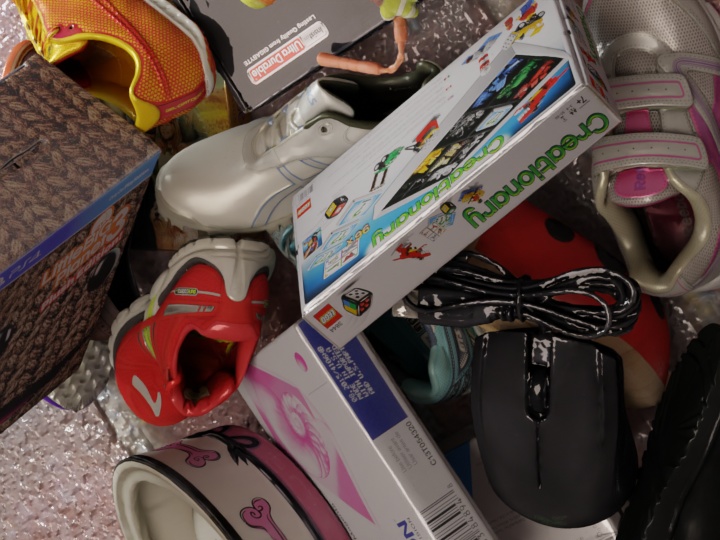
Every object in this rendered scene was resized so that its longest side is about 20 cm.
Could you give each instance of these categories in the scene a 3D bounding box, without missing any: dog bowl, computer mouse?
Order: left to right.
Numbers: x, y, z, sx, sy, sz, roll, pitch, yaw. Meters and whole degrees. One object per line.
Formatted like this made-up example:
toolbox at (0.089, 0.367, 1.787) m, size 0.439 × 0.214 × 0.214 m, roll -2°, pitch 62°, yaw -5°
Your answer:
dog bowl at (-0.069, 0.185, 1.497) m, size 0.200 × 0.074 × 0.201 m, roll 43°, pitch 152°, yaw 29°
computer mouse at (0.097, 0.080, 1.312) m, size 0.137 × 0.053 × 0.201 m, roll 3°, pitch 135°, yaw 22°

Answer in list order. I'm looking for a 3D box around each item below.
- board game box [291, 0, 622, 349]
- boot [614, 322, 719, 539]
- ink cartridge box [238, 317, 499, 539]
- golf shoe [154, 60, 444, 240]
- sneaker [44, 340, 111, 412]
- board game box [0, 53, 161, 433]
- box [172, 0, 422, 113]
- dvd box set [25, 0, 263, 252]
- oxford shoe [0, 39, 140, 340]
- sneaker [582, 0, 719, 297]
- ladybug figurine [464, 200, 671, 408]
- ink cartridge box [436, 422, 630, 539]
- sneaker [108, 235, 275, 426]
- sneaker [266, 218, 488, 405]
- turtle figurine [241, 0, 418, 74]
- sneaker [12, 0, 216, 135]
board game box at (0.047, -0.059, 1.291) m, size 0.200 × 0.127 × 0.035 m, roll -39°, pitch 117°, yaw 18°
boot at (0.238, 0.137, 1.349) m, size 0.161 × 0.073 × 0.200 m, roll 15°, pitch 109°, yaw -8°
ink cartridge box at (-0.002, 0.127, 1.439) m, size 0.197 × 0.043 × 0.200 m, roll 56°, pitch 156°, yaw 3°
golf shoe at (-0.031, -0.081, 1.390) m, size 0.198 × 0.079 × 0.097 m, roll -13°, pitch 143°, yaw 6°
sneaker at (-0.243, 0.007, 1.571) m, size 0.201 × 0.070 × 0.099 m, roll 54°, pitch 154°, yaw -19°
board game box at (-0.221, 0.005, 1.380) m, size 0.097 × 0.159 × 0.201 m, roll 37°, pitch 135°, yaw 11°
box at (-0.036, -0.227, 1.376) m, size 0.199 × 0.050 × 0.199 m, roll -31°, pitch 91°, yaw 20°
dvd box set at (-0.139, -0.111, 1.495) m, size 0.145 × 0.029 × 0.202 m, roll 4°, pitch 110°, yaw 25°
oxford shoe at (-0.175, -0.049, 1.482) m, size 0.072 × 0.071 × 0.201 m, roll 2°, pitch 120°, yaw 22°
sneaker at (0.167, -0.074, 1.325) m, size 0.081 × 0.088 × 0.201 m, roll -12°, pitch 102°, yaw 29°
ladybug figurine at (0.102, 0.009, 1.369) m, size 0.199 × 0.136 × 0.072 m, roll 32°, pitch 87°, yaw -13°
ink cartridge box at (0.128, 0.178, 1.446) m, size 0.116 × 0.068 × 0.201 m, roll -30°, pitch 93°, yaw 32°
sneaker at (-0.107, 0.054, 1.446) m, size 0.076 × 0.086 × 0.200 m, roll 8°, pitch 149°, yaw -16°
sneaker at (0.000, 0.000, 1.433) m, size 0.200 × 0.086 × 0.078 m, roll 43°, pitch 121°, yaw 10°
turtle figurine at (-0.039, -0.211, 1.318) m, size 0.199 × 0.064 × 0.162 m, roll 33°, pitch 106°, yaw 10°
sneaker at (-0.171, -0.151, 1.411) m, size 0.200 × 0.077 × 0.073 m, roll 36°, pitch 143°, yaw 35°
